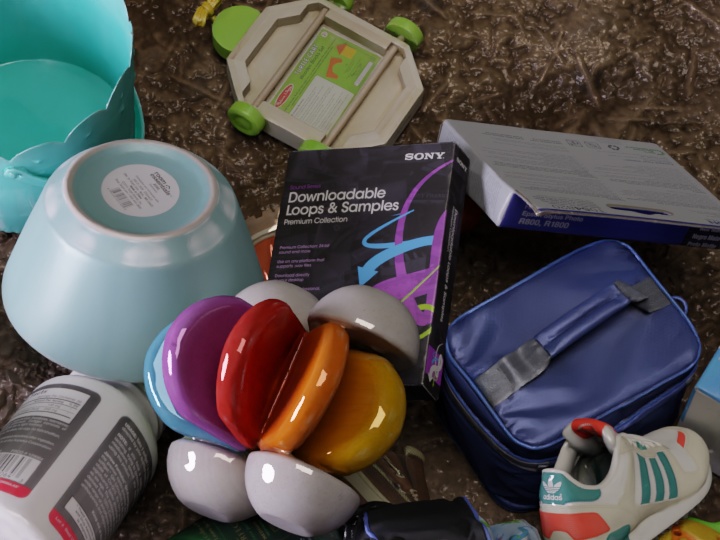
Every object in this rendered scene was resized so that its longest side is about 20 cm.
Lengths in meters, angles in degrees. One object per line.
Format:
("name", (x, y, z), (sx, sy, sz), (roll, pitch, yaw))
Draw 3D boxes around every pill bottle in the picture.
("pill bottle", (-0.215, 0.147, 1.624), (0.110, 0.111, 0.200), (24, 42, 10))

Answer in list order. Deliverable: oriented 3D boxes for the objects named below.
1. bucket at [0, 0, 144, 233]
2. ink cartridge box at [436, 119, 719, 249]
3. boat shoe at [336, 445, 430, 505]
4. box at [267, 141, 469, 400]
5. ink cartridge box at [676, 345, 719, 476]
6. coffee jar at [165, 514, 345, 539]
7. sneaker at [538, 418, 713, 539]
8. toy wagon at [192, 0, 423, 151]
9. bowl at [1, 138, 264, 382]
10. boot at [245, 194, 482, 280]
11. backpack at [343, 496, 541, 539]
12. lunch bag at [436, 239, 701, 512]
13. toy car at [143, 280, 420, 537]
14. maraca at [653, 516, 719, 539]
("bucket", (-0.269, -0.139, 1.774), (0.206, 0.135, 0.208), (0, 59, 0))
("ink cartridge box", (0.180, -0.057, 1.725), (0.199, 0.041, 0.200), (5, 21, -21))
("boat shoe", (0.023, 0.162, 1.669), (0.202, 0.075, 0.075), (40, 69, 18))
("box", (0.000, 0.000, 1.683), (0.143, 0.036, 0.201), (-2, 63, 23))
("ink cartridge box", (0.321, 0.053, 1.720), (0.068, 0.116, 0.200), (30, 65, 12))
("coffee jar", (-0.108, 0.229, 1.620), (0.200, 0.085, 0.104), (-27, 62, -17))
("sneaker", (0.189, 0.139, 1.599), (0.070, 0.094, 0.200), (1, 22, 38))
("toy wagon", (-0.048, -0.170, 1.865), (0.200, 0.040, 0.155), (29, 64, 13))
("bowl", (-0.166, -0.022, 1.664), (0.200, 0.105, 0.201), (5, 43, -4))
("boot", (0.012, -0.008, 1.768), (0.199, 0.075, 0.107), (-16, 68, -3))
("backpack", (0.068, 0.263, 1.523), (0.146, 0.183, 0.201), (-4, 93, -5))
("lunch bag", (0.163, 0.073, 1.692), (0.200, 0.132, 0.136), (-30, 67, -17))
("toy car", (-0.069, 0.079, 1.549), (0.200, 0.150, 0.175), (3, 65, 46))
("maraca", (0.236, 0.234, 1.624), (0.199, 0.107, 0.137), (-14, 62, -11))
